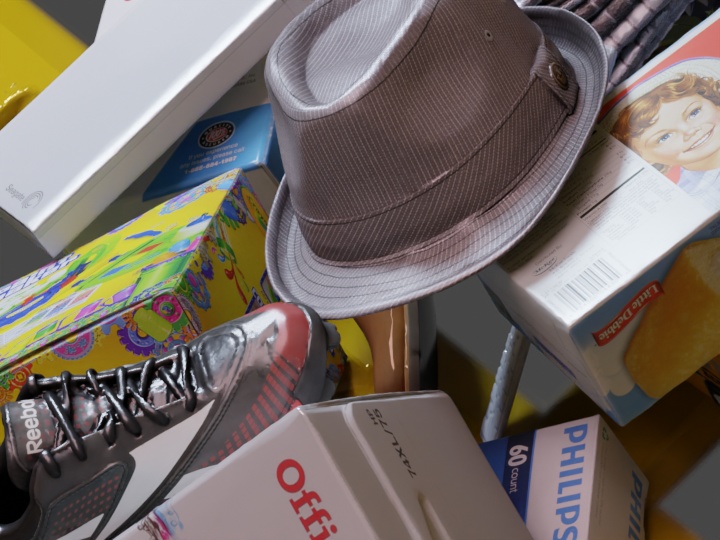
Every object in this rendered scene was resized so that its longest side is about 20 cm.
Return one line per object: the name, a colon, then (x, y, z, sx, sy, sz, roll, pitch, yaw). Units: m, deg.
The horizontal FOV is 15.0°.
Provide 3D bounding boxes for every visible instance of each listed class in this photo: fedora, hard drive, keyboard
fedora: (0.017, -0.078, 1.231, 0.177, 0.090, 0.200, -14, 33, 34)
hard drive: (-0.123, -0.099, 1.491, 0.200, 0.027, 0.132, -45, 29, -8)
keyboard: (0.089, -0.011, 1.305, 0.056, 0.011, 0.201, -67, -8, -84)

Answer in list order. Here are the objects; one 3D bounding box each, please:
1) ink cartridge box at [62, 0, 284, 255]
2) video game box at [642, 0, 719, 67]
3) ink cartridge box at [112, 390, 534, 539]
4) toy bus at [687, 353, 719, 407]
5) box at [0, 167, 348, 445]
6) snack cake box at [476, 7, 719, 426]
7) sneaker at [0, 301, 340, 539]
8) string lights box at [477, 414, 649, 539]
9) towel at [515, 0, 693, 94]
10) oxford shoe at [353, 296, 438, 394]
ink cartridge box: (-0.082, -0.090, 1.553, 0.145, 0.084, 0.200, -15, 43, 26)
video game box: (0.222, -0.117, 1.375, 0.200, 0.047, 0.182, 7, 55, 42)
ink cartridge box: (-0.031, 0.165, 1.149, 0.200, 0.146, 0.147, -36, 76, 22)
toy bus: (0.160, 0.011, 1.271, 0.065, 0.078, 0.200, -44, 39, -7)
box: (-0.130, 0.067, 1.354, 0.200, 0.122, 0.193, -26, 14, 16)
snack cake box: (0.152, -0.037, 1.208, 0.200, 0.067, 0.115, -37, 36, -6)
sneaker: (-0.101, 0.074, 1.200, 0.200, 0.098, 0.071, -38, 40, 18)
string lights box: (0.029, 0.142, 1.261, 0.200, 0.059, 0.103, -16, 43, 26)
towel: (0.098, -0.141, 1.400, 0.200, 0.086, 0.166, -50, 16, 10)
oxford shoe: (0.000, 0.000, 1.393, 0.071, 0.071, 0.200, -12, 51, 1)
